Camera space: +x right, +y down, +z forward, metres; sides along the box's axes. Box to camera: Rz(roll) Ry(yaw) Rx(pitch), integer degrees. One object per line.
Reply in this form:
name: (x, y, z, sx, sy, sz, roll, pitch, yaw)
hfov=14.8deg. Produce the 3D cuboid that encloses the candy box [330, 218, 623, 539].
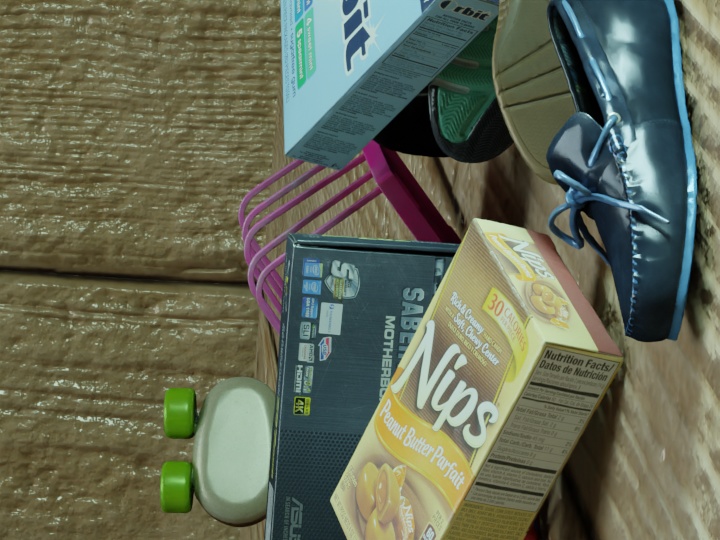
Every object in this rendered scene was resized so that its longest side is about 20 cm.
candy box: (0.059, 0.088, 1.502, 0.201, 0.055, 0.116, -64, 31, 26)

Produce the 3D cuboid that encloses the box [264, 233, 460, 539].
box: (0.026, 0.082, 1.683, 0.051, 0.156, 0.202, -132, 47, -80)

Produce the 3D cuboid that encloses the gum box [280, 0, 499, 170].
gum box: (0.015, -0.184, 1.694, 0.200, 0.044, 0.171, -41, 43, 49)

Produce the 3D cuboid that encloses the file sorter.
file sorter: (0.000, 0.000, 1.847, 0.139, 0.125, 0.200, 54, -175, -16)

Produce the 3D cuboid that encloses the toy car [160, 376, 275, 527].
toy car: (-0.123, 0.211, 2.992, 0.200, 0.163, 0.159, 82, -171, -73)

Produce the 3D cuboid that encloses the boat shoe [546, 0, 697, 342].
boat shoe: (0.119, -0.049, 1.324, 0.084, 0.068, 0.201, 101, 170, -47)

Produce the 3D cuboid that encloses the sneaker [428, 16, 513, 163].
sneaker: (0.092, -0.163, 1.693, 0.088, 0.074, 0.201, -37, -38, -85)

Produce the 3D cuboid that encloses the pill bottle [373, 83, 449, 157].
pill bottle: (0.053, -0.184, 1.793, 0.112, 0.111, 0.202, 112, 161, -70)

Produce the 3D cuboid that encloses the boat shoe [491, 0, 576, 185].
boat shoe: (0.111, -0.137, 1.513, 0.064, 0.071, 0.201, 29, -130, -58)

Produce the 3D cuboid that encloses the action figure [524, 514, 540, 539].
action figure: (0.091, 0.103, 1.603, 0.066, 0.051, 0.201, -100, 12, -45)
